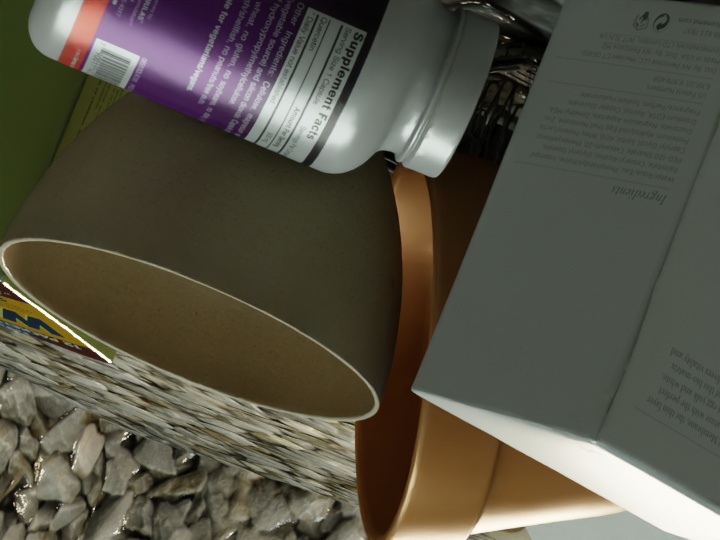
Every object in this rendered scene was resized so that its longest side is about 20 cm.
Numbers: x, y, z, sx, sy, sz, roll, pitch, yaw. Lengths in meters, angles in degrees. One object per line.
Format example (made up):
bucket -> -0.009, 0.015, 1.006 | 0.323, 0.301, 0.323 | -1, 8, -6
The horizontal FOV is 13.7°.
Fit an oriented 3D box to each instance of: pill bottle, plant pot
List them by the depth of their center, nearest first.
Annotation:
pill bottle -> -0.043, -0.116, 1.358 | 0.199, 0.113, 0.112 | 22, 171, -8
plant pot -> -0.060, -0.029, 1.464 | 0.199, 0.135, 0.200 | 20, 165, 6
plant pot -> 0.082, 0.045, 1.496 | 0.139, 0.201, 0.200 | 6, 173, -9

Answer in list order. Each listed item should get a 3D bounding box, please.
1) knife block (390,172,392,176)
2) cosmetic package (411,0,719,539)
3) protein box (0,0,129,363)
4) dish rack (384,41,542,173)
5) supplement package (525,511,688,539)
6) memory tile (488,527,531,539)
knife block -> 0.000, 0.000, 1.728 | 0.064, 0.176, 0.200 | 19, 171, 16
cosmetic package -> 0.157, 0.009, 1.347 | 0.123, 0.201, 0.199 | 11, 166, 47
protein box -> -0.182, -0.081, 1.602 | 0.134, 0.199, 0.200 | 19, 171, 16
dish rack -> 0.094, -0.062, 1.541 | 0.153, 0.055, 0.200 | 24, 170, -23
supplement package -> 0.213, 0.179, 1.764 | 0.155, 0.111, 0.201 | -13, 110, 45
memory tile -> 0.113, 0.077, 1.876 | 0.153, 0.201, 0.017 | 18, -167, 23
